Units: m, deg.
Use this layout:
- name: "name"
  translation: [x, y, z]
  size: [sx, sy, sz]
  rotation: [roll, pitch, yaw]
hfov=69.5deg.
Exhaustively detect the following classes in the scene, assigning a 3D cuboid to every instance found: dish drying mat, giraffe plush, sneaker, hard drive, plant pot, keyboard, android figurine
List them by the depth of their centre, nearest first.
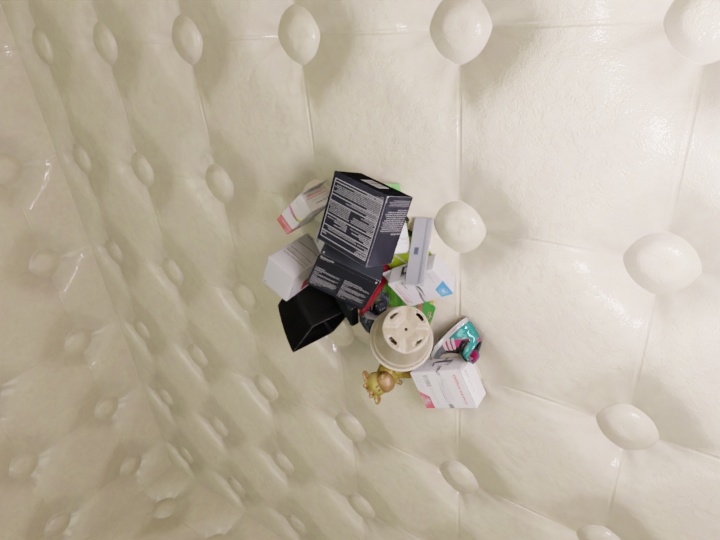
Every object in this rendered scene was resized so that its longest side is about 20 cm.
- name: "keyboard"
  translation: [0.165, -0.054, 1.463]
  size: [0.056, 0.011, 0.202]
  rotation: [2, 74, 28]
- name: "plant pot"
  translation: [0.127, 0.188, 1.525]
  size: [0.200, 0.201, 0.184]
  rotation: [42, 168, 10]
- name: "android figurine"
  translation: [0.130, -0.062, 1.568]
  size: [0.181, 0.041, 0.201]
  rotation: [34, 131, 18]
- name: "sneaker"
  translation: [0.302, 0.242, 1.589]
  size: [0.121, 0.083, 0.200]
  rotation: [50, 135, 17]
- name: "dish drying mat"
  translation: [0.033, 0.047, 1.660]
  size: [0.077, 0.018, 0.201]
  rotation: [48, 128, 22]
- name: "hard drive"
  translation: [-0.068, 0.077, 1.738]
  size: [0.201, 0.033, 0.140]
  rotation: [58, 167, 24]
- name: "giraffe plush"
  translation: [0.083, 0.358, 1.777]
  size: [0.173, 0.162, 0.200]
  rotation: [45, 135, 7]
- name: "plant pot"
  translation: [-0.180, 0.141, 1.850]
  size: [0.178, 0.199, 0.200]
  rotation: [53, 137, 14]

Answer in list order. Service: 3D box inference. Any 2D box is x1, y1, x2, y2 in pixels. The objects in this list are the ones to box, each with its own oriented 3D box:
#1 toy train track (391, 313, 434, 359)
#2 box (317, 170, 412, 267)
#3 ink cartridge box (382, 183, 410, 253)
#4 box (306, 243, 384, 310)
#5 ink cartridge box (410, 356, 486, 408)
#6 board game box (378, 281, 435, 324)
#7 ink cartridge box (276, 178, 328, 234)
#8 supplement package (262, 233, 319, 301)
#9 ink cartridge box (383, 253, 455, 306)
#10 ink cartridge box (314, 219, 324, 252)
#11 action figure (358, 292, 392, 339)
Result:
- name: "toy train track"
  translation: [0.183, 0.210, 1.696]
  size: [0.200, 0.033, 0.115]
  rotation: [45, 146, -4]
- name: "box"
  translation: [0.008, -0.142, 1.410]
  size: [0.199, 0.123, 0.200]
  rotation: [32, 114, 33]
- name: "ink cartridge box"
  translation: [0.053, -0.139, 1.510]
  size: [0.145, 0.084, 0.202]
  rotation: [-10, 90, 42]
- name: "box"
  translation: [-0.046, 0.014, 1.585]
  size: [0.199, 0.079, 0.142]
  rotation: [26, 133, -5]
- name: "ink cartridge box"
  translation: [0.282, 0.362, 1.674]
  size: [0.199, 0.085, 0.147]
  rotation: [-13, 107, 45]
- name: "board game box"
  translation: [0.150, 0.096, 1.658]
  size: [0.199, 0.030, 0.096]
  rotation: [32, 134, 24]
- name: "ink cartridge box"
  translation: [-0.169, -0.205, 1.668]
  size: [0.068, 0.116, 0.200]
  rotation: [54, 136, -1]
- name: "supplement package"
  translation: [-0.217, -0.013, 1.768]
  size: [0.120, 0.200, 0.122]
  rotation: [38, 135, 14]
- name: "ink cartridge box"
  translation: [0.165, 0.037, 1.532]
  size: [0.199, 0.067, 0.116]
  rotation: [-21, 127, 35]
- name: "ink cartridge box"
  translation: [-0.075, -0.105, 1.653]
  size: [0.174, 0.043, 0.201]
  rotation: [62, 143, 31]
- name: "action figure"
  translation: [0.049, 0.170, 1.701]
  size: [0.201, 0.104, 0.194]
  rotation: [95, 151, -44]
